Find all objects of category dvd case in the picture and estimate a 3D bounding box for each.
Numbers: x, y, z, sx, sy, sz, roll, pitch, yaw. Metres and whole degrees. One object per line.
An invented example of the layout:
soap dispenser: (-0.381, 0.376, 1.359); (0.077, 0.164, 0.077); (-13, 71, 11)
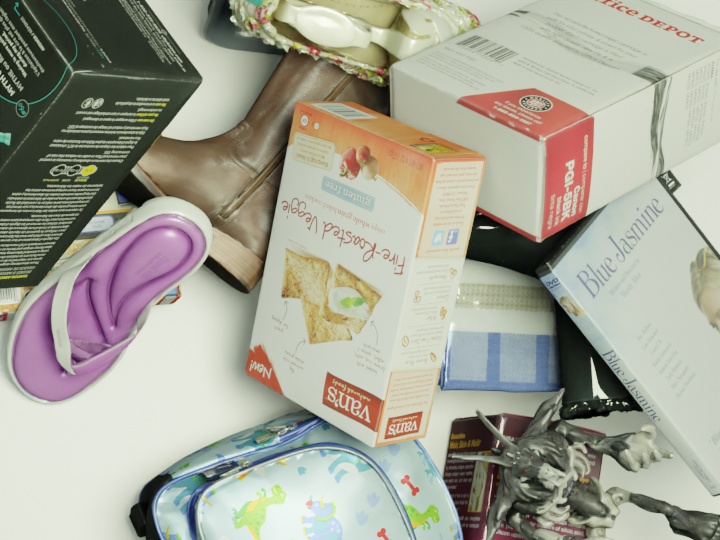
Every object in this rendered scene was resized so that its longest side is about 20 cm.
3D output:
dvd case: (0.217, 0.035, 1.217); (0.200, 0.018, 0.143); (51, 51, -8)

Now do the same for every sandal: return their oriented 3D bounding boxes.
sandal: (-0.178, 0.027, 1.205); (0.082, 0.050, 0.203); (29, 120, -23)

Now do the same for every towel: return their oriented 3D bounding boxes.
towel: (0.119, -0.011, 1.292); (0.146, 0.024, 0.201); (2, 85, -16)

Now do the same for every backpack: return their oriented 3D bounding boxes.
backpack: (-0.032, 0.190, 1.231); (0.199, 0.147, 0.184); (-24, 92, -20)

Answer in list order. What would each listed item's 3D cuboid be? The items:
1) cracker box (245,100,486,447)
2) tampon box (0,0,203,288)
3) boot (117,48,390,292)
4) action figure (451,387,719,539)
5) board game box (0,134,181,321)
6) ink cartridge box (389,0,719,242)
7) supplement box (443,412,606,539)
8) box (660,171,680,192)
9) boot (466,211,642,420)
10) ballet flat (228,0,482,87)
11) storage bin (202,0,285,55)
cracker box: (0.000, 0.000, 1.192); (0.058, 0.134, 0.201); (-6, 113, -45)
tampon box: (-0.230, -0.105, 1.127); (0.200, 0.126, 0.150); (-46, 69, 26)
boot: (-0.081, -0.115, 1.250); (0.186, 0.064, 0.200); (44, 74, -22)
action figure: (0.164, 0.156, 1.195); (0.199, 0.102, 0.119); (30, 76, -18)
board game box: (-0.215, -0.070, 1.271); (0.151, 0.046, 0.201); (-5, 84, -14)
ink cartridge box: (0.140, -0.114, 1.216); (0.199, 0.147, 0.083); (-27, 131, -33)
supplement box: (0.106, 0.209, 1.280); (0.085, 0.110, 0.201); (12, 79, -13)
box: (0.118, -0.063, 1.344); (0.200, 0.050, 0.158); (-40, 93, -15)
boot: (0.147, 0.024, 1.247); (0.197, 0.073, 0.163); (-5, 84, -24)
ballet flat: (0.005, -0.161, 1.220); (0.199, 0.064, 0.076); (7, 109, -24)
storage bin: (-0.047, -0.256, 1.272); (0.145, 0.200, 0.135); (4, 70, -13)
